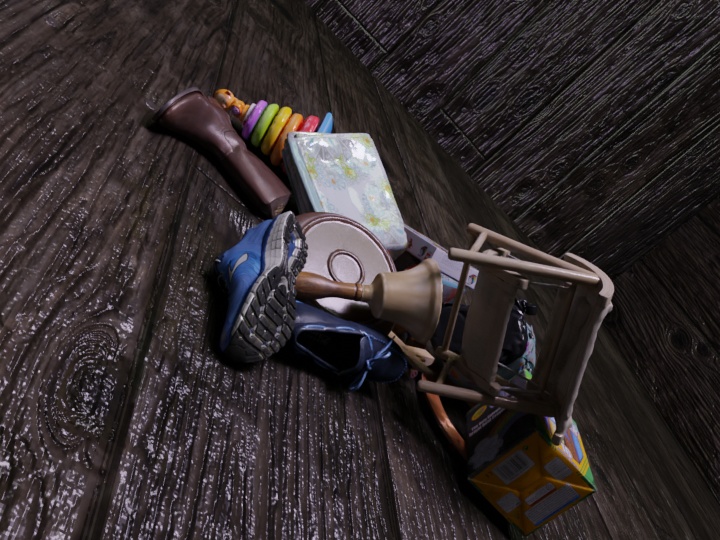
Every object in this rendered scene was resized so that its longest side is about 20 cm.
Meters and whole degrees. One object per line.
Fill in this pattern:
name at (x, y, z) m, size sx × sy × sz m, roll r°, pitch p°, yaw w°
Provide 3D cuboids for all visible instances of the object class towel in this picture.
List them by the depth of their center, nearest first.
towel at (-0.023, -0.120, 1.082) m, size 0.169 × 0.048 × 0.203 m, roll -7°, pitch 72°, yaw -37°

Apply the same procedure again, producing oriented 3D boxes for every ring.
ring at (0.155, 0.231, 1.067) m, size 0.200 × 0.019 × 0.201 m, roll 43°, pitch 18°, yaw -18°

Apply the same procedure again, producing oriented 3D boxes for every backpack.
backpack at (0.199, 0.123, 1.101) m, size 0.200 × 0.164 × 0.129 m, roll 43°, pitch 52°, yaw -60°

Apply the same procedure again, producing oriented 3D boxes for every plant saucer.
plant saucer at (-0.025, 0.005, 0.916) m, size 0.197 × 0.034 × 0.204 m, roll 16°, pitch 57°, yaw -25°

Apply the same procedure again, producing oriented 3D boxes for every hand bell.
hand bell at (-0.011, 0.025, 0.849) m, size 0.196 × 0.106 × 0.105 m, roll 8°, pitch 33°, yaw -16°

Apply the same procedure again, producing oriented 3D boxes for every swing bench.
swing bench at (0.195, 0.075, 0.889) m, size 0.197 × 0.202 × 0.130 m, roll 18°, pitch 23°, yaw 14°

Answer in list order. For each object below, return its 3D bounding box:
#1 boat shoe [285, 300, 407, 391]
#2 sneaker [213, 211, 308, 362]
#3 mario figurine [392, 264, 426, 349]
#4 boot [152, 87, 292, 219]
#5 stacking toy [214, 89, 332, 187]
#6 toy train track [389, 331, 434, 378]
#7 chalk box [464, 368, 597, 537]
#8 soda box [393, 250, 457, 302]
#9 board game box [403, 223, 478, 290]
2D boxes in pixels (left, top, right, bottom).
boat shoe at (-0.020, 0.102, 0.832) m, size 0.198 × 0.085 × 0.069 m, roll 18°, pitch 13°, yaw -34°
sneaker at (-0.118, 0.021, 0.770) m, size 0.202 × 0.088 × 0.079 m, roll -78°, pitch 149°, yaw -48°
mario figurine at (0.074, 0.070, 1.149) m, size 0.201 × 0.104 × 0.126 m, roll -63°, pitch 147°, yaw -60°
boot at (-0.181, -0.152, 0.984) m, size 0.201 × 0.064 × 0.186 m, roll 54°, pitch 19°, yaw -1°
stacking toy at (-0.154, -0.239, 1.167) m, size 0.198 × 0.116 × 0.111 m, roll 30°, pitch 50°, yaw -8°
toy train track at (0.026, 0.113, 0.969) m, size 0.198 × 0.033 × 0.115 m, roll 19°, pitch 17°, yaw -43°
chalk box at (0.231, 0.240, 0.999) m, size 0.124 × 0.125 × 0.201 m, roll 45°, pitch 20°, yaw -10°
soda box at (0.124, 0.022, 1.336) m, size 0.199 × 0.063 × 0.069 m, roll 16°, pitch 36°, yaw -58°
board game box at (0.118, -0.035, 1.235) m, size 0.125 × 0.035 × 0.200 m, roll 27°, pitch 8°, yaw -34°
